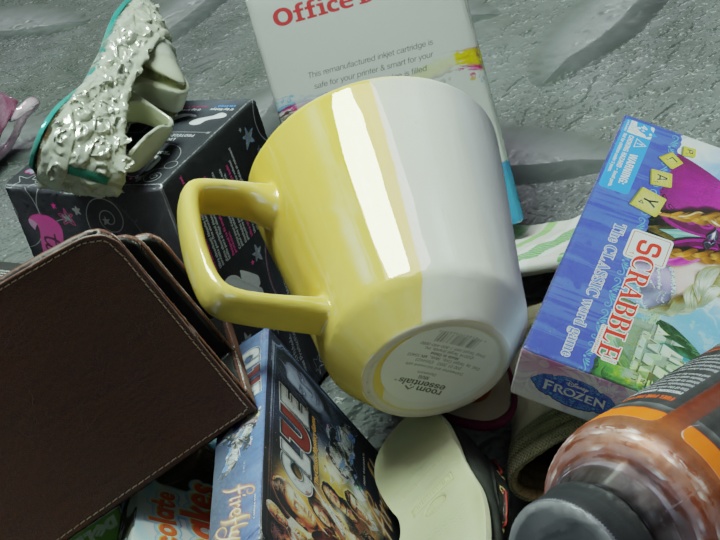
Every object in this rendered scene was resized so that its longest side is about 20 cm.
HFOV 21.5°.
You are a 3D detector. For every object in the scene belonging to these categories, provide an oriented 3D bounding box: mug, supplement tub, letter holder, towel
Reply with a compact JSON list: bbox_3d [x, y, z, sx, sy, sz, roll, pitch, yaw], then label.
[{"bbox_3d":[0.007,0.003,1.062,0.186,0.150,0.153,-19,51,2],"label":"mug"},{"bbox_3d":[0.157,0.099,0.871,0.107,0.107,0.200,13,27,44],"label":"supplement tub"},{"bbox_3d":[-0.181,0.058,1.001,0.200,0.142,0.101,-35,28,6],"label":"letter holder"},{"bbox_3d":[0.141,-0.022,1.239,0.200,0.023,0.152,-8,9,35],"label":"towel"}]

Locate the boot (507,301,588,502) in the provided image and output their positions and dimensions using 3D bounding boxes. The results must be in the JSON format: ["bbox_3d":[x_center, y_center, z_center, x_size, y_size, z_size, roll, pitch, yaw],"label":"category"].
[{"bbox_3d":[0.174,0.059,1.094,0.200,0.072,0.155,-18,27,10],"label":"boot"}]

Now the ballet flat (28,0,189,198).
[{"bbox_3d":[-0.142,-0.100,1.155,0.072,0.072,0.200,-7,32,18],"label":"ballet flat"}]

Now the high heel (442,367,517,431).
[{"bbox_3d":[0.046,0.060,1.160,0.067,0.096,0.200,-37,40,-7],"label":"high heel"}]

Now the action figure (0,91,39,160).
[{"bbox_3d":[-0.366,-0.080,1.661,0.149,0.134,0.200,18,32,-26],"label":"action figure"}]

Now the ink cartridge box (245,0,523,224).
[{"bbox_3d":[0.018,-0.125,1.346,0.146,0.200,0.146,-14,13,4],"label":"ink cartridge box"}]

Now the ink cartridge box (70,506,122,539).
[{"bbox_3d":[-0.179,0.192,1.046,0.148,0.076,0.200,-32,30,-26],"label":"ink cartridge box"}]

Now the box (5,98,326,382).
[{"bbox_3d":[-0.119,0.004,1.220,0.132,0.200,0.115,1,32,32],"label":"box"}]

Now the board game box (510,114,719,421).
[{"bbox_3d":[0.208,0.020,1.051,0.199,0.041,0.200,20,50,9],"label":"board game box"}]

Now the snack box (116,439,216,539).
[{"bbox_3d":[-0.074,0.161,1.018,0.116,0.037,0.200,21,26,-12],"label":"snack box"}]

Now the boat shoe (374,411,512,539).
[{"bbox_3d":[0.052,0.145,1.002,0.074,0.063,0.201,-42,20,14],"label":"boat shoe"}]

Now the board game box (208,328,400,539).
[{"bbox_3d":[-0.023,0.134,1.000,0.035,0.136,0.200,-33,25,15],"label":"board game box"}]

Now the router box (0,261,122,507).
[{"bbox_3d":[-0.179,0.076,1.178,0.200,0.150,0.062,5,34,35],"label":"router box"}]
